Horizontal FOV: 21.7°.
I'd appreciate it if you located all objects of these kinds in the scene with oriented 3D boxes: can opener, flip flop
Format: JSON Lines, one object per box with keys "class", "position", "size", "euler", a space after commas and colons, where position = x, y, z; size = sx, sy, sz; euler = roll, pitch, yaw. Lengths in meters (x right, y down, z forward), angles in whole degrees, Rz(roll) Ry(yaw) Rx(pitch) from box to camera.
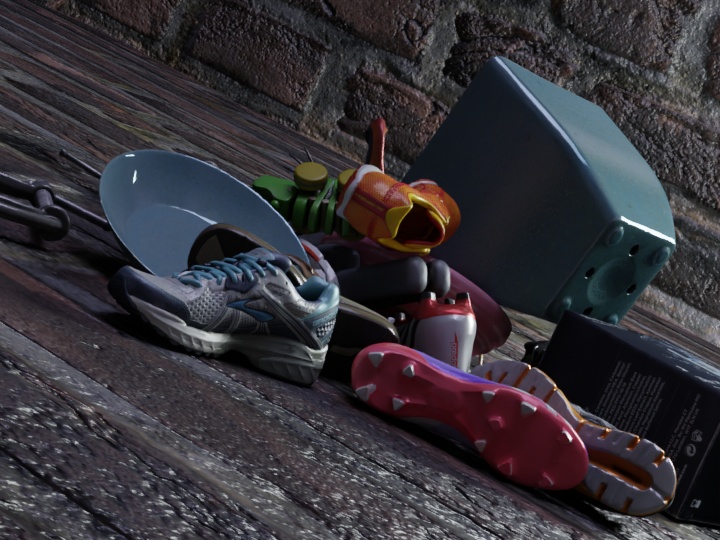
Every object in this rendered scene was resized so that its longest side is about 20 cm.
{"class": "can opener", "position": [0.000, 0.000, 1.650], "size": [0.053, 0.068, 0.199], "euler": [8, -13, -37]}
{"class": "flip flop", "position": [-0.054, 0.023, 1.490], "size": [0.199, 0.081, 0.058], "euler": [27, 25, -27]}

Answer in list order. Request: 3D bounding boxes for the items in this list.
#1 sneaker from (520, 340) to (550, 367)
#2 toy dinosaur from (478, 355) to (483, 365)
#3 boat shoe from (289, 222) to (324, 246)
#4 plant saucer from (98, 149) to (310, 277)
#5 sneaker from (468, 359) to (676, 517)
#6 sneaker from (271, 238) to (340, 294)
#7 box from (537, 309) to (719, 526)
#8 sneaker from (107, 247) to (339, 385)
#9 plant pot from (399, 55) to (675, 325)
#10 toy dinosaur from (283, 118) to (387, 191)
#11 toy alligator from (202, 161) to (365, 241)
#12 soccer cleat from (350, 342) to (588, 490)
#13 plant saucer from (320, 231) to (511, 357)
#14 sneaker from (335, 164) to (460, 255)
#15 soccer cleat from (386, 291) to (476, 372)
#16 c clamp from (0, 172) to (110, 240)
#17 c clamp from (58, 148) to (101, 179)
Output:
{"class": "sneaker", "position": [0.213, 0.111, 1.916], "size": [0.090, 0.077, 0.200], "euler": [14, 1, -8]}
{"class": "toy dinosaur", "position": [0.099, 0.040, 1.915], "size": [0.058, 0.102, 0.200], "euler": [-14, 17, -17]}
{"class": "boat shoe", "position": [-0.018, -0.029, 1.913], "size": [0.199, 0.073, 0.071], "euler": [5, -10, 32]}
{"class": "plant saucer", "position": [-0.135, -0.020, 1.567], "size": [0.200, 0.039, 0.202], "euler": [26, 32, -17]}
{"class": "sneaker", "position": [0.163, 0.141, 1.490], "size": [0.199, 0.079, 0.077], "euler": [32, -4, 26]}
{"class": "sneaker", "position": [-0.103, 0.003, 1.656], "size": [0.199, 0.078, 0.082], "euler": [29, 35, 36]}
{"class": "box", "position": [0.284, 0.139, 1.707], "size": [0.199, 0.118, 0.196], "euler": [29, 8, 40]}
{"class": "sneaker", "position": [-0.098, 0.017, 1.393], "size": [0.199, 0.087, 0.077], "euler": [18, 9, -42]}
{"class": "plant pot", "position": [0.179, -0.047, 1.777], "size": [0.196, 0.196, 0.200], "euler": [18, 24, -47]}
{"class": "toy dinosaur", "position": [0.016, -0.062, 1.999], "size": [0.199, 0.183, 0.105], "euler": [28, 7, 19]}
{"class": "toy alligator", "position": [-0.055, -0.058, 1.663], "size": [0.198, 0.060, 0.054], "euler": [9, 37, 5]}
{"class": "soccer cleat", "position": [0.086, 0.108, 1.453], "size": [0.199, 0.067, 0.076], "euler": [22, 8, 8]}
{"class": "plant saucer", "position": [0.045, 0.029, 1.768], "size": [0.199, 0.051, 0.201], "euler": [28, -13, 7]}
{"class": "sneaker", "position": [0.044, -0.037, 1.603], "size": [0.077, 0.073, 0.200], "euler": [35, 12, 21]}
{"class": "soccer cleat", "position": [0.058, 0.076, 1.620], "size": [0.068, 0.086, 0.200], "euler": [2, -13, -10]}
{"class": "c clamp", "position": [-0.278, -0.061, 1.534], "size": [0.170, 0.027, 0.200], "euler": [24, 6, -11]}
{"class": "c clamp", "position": [-0.212, -0.055, 1.824], "size": [0.170, 0.027, 0.200], "euler": [28, 4, -18]}
